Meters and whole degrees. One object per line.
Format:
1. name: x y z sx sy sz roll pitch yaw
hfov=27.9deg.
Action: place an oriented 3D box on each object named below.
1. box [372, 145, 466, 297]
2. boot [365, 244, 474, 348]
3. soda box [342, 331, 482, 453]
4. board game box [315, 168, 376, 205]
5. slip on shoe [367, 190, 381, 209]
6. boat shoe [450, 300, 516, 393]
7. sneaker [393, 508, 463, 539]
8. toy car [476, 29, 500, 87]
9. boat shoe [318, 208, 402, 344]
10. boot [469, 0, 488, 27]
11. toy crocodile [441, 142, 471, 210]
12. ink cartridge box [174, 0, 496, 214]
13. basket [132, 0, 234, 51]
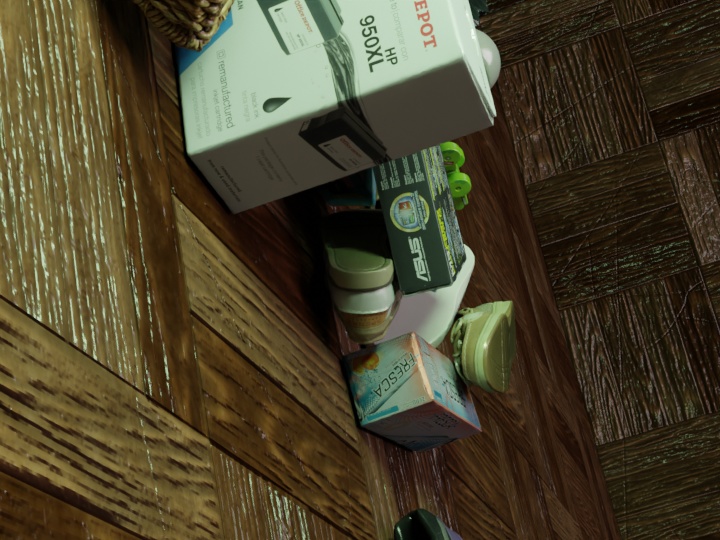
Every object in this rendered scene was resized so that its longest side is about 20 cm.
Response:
1. box: 0.041 -0.090 1.212 0.160 0.044 0.201 -45 122 -78
2. boot: 0.054 0.055 1.372 0.200 0.072 0.091 -48 158 -51
3. soda box: 0.049 0.110 1.266 0.200 0.068 0.064 40 32 -68
4. board game box: -0.020 -0.150 1.238 0.200 0.047 0.152 49 42 -77
5. slip on shoe: 0.037 -0.076 1.488 0.061 0.076 0.201 45 38 -71
6. boat shoe: 0.107 0.068 1.340 0.201 0.063 0.074 -50 137 -74
7. sneaker: 0.050 0.262 1.097 0.088 0.076 0.200 51 16 -22
8. toy car: 0.051 -0.257 1.678 0.150 0.175 0.201 23 -36 55
9. boat shoe: 0.000 0.000 1.229 0.200 0.074 0.069 -76 165 -70
10. boot: 0.044 -0.222 1.431 0.073 0.162 0.198 45 22 -13
11. toy crocodile: 0.110 -0.152 1.976 0.200 0.061 0.068 63 14 -56
12. ink cartridge box: -0.021 -0.146 1.003 0.084 0.199 0.145 55 20 -55
13. basket: -0.119 -0.265 0.927 0.149 0.142 0.201 119 -8 -45
